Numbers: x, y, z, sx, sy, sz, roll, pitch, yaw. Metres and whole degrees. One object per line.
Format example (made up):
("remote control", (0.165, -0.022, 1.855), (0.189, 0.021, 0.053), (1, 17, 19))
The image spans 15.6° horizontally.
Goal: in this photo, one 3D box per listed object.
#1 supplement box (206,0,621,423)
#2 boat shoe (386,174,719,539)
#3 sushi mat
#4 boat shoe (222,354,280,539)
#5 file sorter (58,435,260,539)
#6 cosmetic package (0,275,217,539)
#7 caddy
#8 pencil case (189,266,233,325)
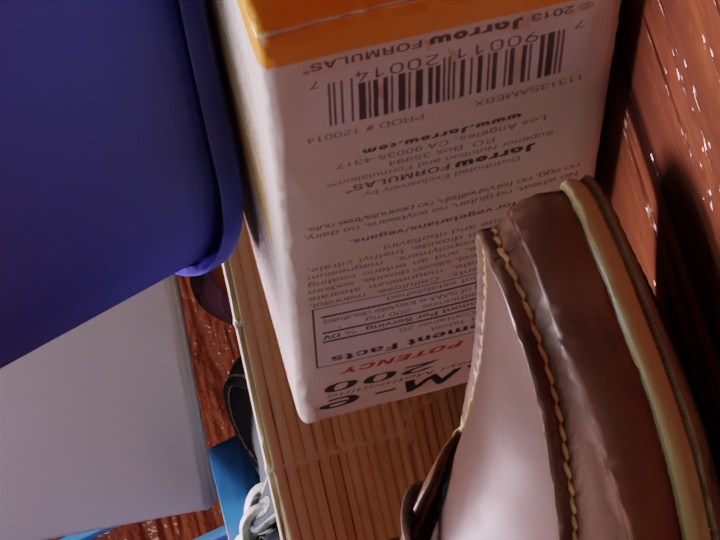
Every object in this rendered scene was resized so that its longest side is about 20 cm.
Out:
("supplement box", (0.002, -0.064, 0.578), (0.200, 0.073, 0.127), (88, 167, -67))
("boat shoe", (0.039, 0.069, 0.545), (0.072, 0.067, 0.201), (-108, 7, -46))
("sushi mat", (0.000, 0.000, 0.738), (0.012, 0.095, 0.201), (2, 108, 47))
("boat shoe", (-0.015, 0.081, 0.851), (0.200, 0.061, 0.073), (-132, 24, -57))
("file sorter", (-0.036, 0.176, 1.010), (0.200, 0.122, 0.139), (39, -149, -56))
("cosmetic package", (-0.131, -0.042, 0.920), (0.200, 0.122, 0.201), (84, 173, -46))
("caddy", (-0.090, -0.072, 0.591), (0.141, 0.105, 0.201), (43, 155, 36))
("pencil case", (-0.033, -0.076, 0.895), (0.088, 0.087, 0.201), (-110, 8, -55))
